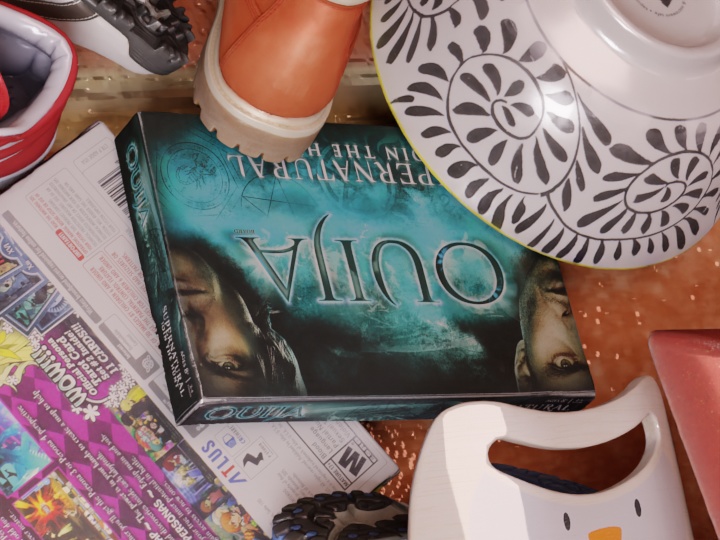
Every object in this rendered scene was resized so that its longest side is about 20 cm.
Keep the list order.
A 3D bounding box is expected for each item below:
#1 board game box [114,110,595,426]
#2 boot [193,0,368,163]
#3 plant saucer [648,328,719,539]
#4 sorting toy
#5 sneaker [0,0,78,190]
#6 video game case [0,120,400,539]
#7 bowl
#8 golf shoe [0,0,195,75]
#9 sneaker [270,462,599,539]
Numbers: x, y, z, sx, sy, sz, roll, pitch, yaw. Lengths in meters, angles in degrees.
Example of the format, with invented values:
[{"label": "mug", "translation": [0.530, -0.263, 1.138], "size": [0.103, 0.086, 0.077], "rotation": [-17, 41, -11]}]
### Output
[{"label": "board game box", "translation": [0.000, 0.000, 1.059], "size": [0.200, 0.028, 0.135], "rotation": [0, 63, -32]}, {"label": "boot", "translation": [-0.022, -0.150, 1.071], "size": [0.075, 0.107, 0.200], "rotation": [15, 41, -17]}, {"label": "plant saucer", "translation": [0.217, 0.111, 1.068], "size": [0.200, 0.037, 0.200], "rotation": [2, 66, -56]}, {"label": "sorting toy", "translation": [0.084, 0.136, 0.974], "size": [0.200, 0.107, 0.180], "rotation": [-7, 92, -37]}, {"label": "sneaker", "translation": [-0.205, -0.052, 0.977], "size": [0.200, 0.112, 0.071], "rotation": [-22, 82, -25]}, {"label": "video game case", "translation": [-0.111, 0.064, 1.013], "size": [0.200, 0.036, 0.181], "rotation": [49, 60, 2]}, {"label": "bowl", "translation": [0.113, -0.110, 1.114], "size": [0.201, 0.094, 0.201], "rotation": [15, 55, -23]}, {"label": "golf shoe", "translation": [-0.167, -0.132, 1.046], "size": [0.200, 0.095, 0.078], "rotation": [34, 26, -9]}, {"label": "sneaker", "translation": [0.041, 0.133, 1.032], "size": [0.200, 0.077, 0.085], "rotation": [-4, 105, -38]}]
